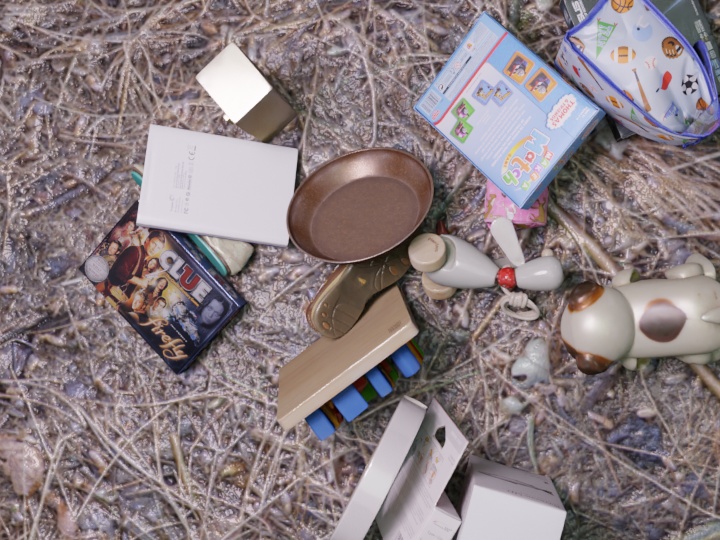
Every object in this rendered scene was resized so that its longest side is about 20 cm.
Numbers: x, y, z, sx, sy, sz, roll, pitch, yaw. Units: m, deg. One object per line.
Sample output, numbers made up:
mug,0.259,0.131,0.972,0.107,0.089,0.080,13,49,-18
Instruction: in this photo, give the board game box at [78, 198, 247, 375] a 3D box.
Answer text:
board game box,-0.267,0.020,1.360,0.200,0.035,0.136,45,104,4

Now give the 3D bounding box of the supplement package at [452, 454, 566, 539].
supplement package,0.177,0.315,1.246,0.115,0.200,0.119,16,91,5

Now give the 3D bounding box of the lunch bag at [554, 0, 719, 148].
lunch bag,0.342,-0.232,1.205,0.124,0.170,0.200,-44,85,9

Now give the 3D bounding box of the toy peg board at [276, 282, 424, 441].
toy peg board,0.002,0.133,1.275,0.199,0.199,0.098,-37,102,4

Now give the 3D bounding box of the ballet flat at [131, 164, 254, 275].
ballet flat,-0.223,-0.079,1.361,0.062,0.067,0.200,-44,92,-16

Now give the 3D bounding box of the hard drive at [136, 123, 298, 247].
hard drive,-0.187,-0.110,1.328,0.197,0.025,0.134,8,78,-12

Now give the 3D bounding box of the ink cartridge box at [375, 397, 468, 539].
ink cartridge box,0.086,0.269,1.254,0.044,0.200,0.178,28,94,-10

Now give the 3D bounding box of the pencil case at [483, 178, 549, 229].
pencil case,0.202,-0.151,1.305,0.081,0.086,0.204,1,89,-13

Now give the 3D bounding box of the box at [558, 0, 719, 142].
box,0.369,-0.292,1.308,0.158,0.044,0.203,-22,88,5

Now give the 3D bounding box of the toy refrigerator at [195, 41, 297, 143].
toy refrigerator,-0.142,-0.218,1.277,0.070,0.200,0.076,-41,87,4

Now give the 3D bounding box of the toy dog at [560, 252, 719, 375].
toy dog,0.346,0.069,1.242,0.196,0.194,0.142,-6,102,-1

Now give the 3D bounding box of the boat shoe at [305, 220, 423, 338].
boat shoe,0.000,0.001,1.327,0.200,0.067,0.072,-47,115,-13

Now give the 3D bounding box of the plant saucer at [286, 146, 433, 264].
plant saucer,0.002,-0.077,1.302,0.197,0.037,0.202,-12,47,12

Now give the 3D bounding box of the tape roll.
tape roll,0.023,0.254,1.262,0.037,0.203,0.205,27,92,5

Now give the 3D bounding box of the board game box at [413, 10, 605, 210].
board game box,0.181,-0.198,1.252,0.200,0.036,0.152,47,110,23

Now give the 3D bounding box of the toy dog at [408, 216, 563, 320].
toy dog,0.159,-0.020,1.302,0.197,0.132,0.098,13,61,-2
